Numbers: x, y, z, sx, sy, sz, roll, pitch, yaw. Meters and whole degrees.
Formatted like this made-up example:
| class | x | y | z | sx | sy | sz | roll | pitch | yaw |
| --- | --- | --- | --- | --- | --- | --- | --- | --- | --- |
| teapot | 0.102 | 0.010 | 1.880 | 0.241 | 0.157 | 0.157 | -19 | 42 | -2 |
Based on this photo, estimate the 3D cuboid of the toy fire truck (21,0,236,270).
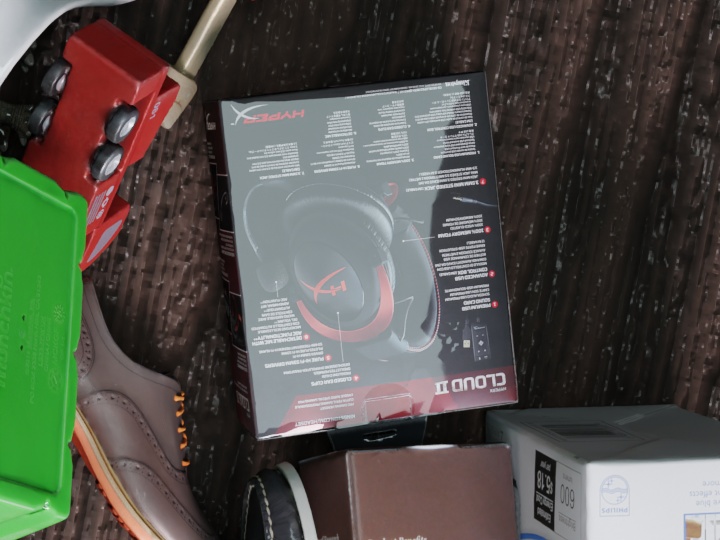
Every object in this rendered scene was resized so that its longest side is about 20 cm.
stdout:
| class | x | y | z | sx | sy | sz | roll | pitch | yaw |
| --- | --- | --- | --- | --- | --- | --- | --- | --- | --- |
| toy fire truck | -0.113 | -0.094 | 1.009 | 0.049 | 0.141 | 0.201 | 35 | 125 | 10 |

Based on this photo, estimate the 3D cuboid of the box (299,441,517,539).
| class | x | y | z | sx | sy | sz | roll | pitch | yaw |
| --- | --- | --- | --- | --- | --- | --- | --- | --- | --- |
| box | 0.029 | 0.195 | 1.026 | 0.099 | 0.075 | 0.202 | 1 | 82 | -26 |

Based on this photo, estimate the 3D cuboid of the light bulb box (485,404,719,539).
| class | x | y | z | sx | sy | sz | roll | pitch | yaw |
| --- | --- | --- | --- | --- | --- | --- | --- | --- | --- |
| light bulb box | 0.148 | 0.184 | 1.033 | 0.123 | 0.198 | 0.202 | -1 | 93 | -11 |

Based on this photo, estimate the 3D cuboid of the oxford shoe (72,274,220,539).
| class | x | y | z | sx | sy | sz | roll | pitch | yaw |
| --- | --- | --- | --- | --- | --- | --- | --- | --- | --- |
| oxford shoe | -0.114 | 0.095 | 1.038 | 0.072 | 0.071 | 0.201 | -38 | 100 | -12 |

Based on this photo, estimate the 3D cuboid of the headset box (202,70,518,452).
| class | x | y | z | sx | sy | sz | roll | pitch | yaw |
| --- | --- | --- | --- | --- | --- | --- | --- | --- | --- |
| headset box | 0.000 | 0.000 | 1.052 | 0.147 | 0.075 | 0.202 | -8 | 95 | -11 |

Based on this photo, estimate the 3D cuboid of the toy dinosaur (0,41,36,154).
| class | x | y | z | sx | sy | sz | roll | pitch | yaw |
| --- | --- | --- | --- | --- | --- | --- | --- | --- | --- |
| toy dinosaur | -0.222 | -0.111 | 0.998 | 0.101 | 0.077 | 0.202 | 5 | 97 | -26 |

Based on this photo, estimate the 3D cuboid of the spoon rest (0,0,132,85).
| class | x | y | z | sx | sy | sz | roll | pitch | yaw |
| --- | --- | --- | --- | --- | --- | --- | --- | --- | --- |
| spoon rest | -0.158 | -0.148 | 0.978 | 0.099 | 0.061 | 0.201 | 37 | 52 | -14 |

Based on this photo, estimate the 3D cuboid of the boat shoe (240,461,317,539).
| class | x | y | z | sx | sy | sz | roll | pitch | yaw |
| --- | --- | --- | --- | --- | --- | --- | --- | --- | --- |
| boat shoe | -0.055 | 0.201 | 1.009 | 0.060 | 0.074 | 0.202 | -2 | 100 | -15 |

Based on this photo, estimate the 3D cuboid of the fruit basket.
| class | x | y | z | sx | sy | sz | roll | pitch | yaw |
| --- | --- | --- | --- | --- | --- | --- | --- | --- | --- |
| fruit basket | -0.235 | 0.042 | 0.934 | 0.214 | 0.155 | 0.218 | -8 | 71 | 25 |
